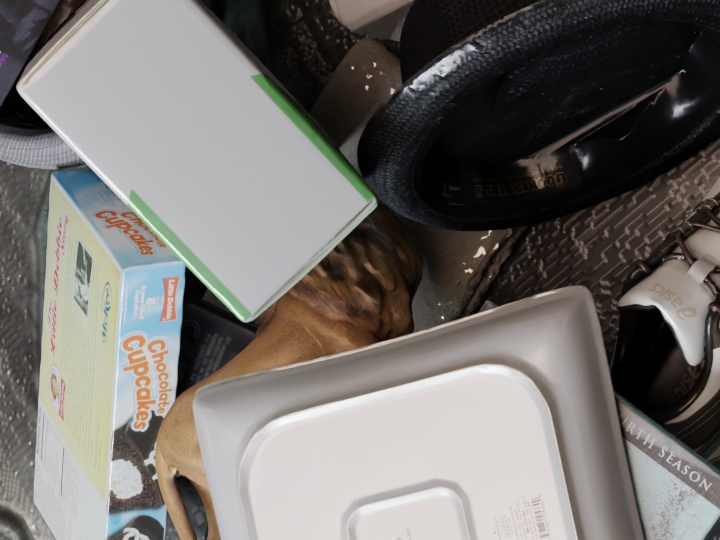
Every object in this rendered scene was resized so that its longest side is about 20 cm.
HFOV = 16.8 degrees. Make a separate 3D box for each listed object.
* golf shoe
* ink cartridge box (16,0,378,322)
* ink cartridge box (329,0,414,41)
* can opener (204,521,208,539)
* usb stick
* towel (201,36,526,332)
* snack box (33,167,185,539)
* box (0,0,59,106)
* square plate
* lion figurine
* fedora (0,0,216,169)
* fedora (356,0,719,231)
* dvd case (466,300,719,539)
[{"bbox_3d":[0.169,-0.001,1.092,0.077,0.094,0.201,28,103,30],"label":"golf shoe"},{"bbox_3d":[-0.077,-0.068,1.118,0.084,0.200,0.146,-44,100,2],"label":"ink cartridge box"},{"bbox_3d":[0.068,-0.216,1.163,0.199,0.084,0.147,-24,77,30],"label":"ink cartridge box"},{"bbox_3d":[-0.070,0.179,1.266,0.063,0.078,0.202,-143,58,-75],"label":"can opener"},{"bbox_3d":[-0.020,0.071,1.207,0.199,0.033,0.056,24,93,29],"label":"usb stick"},{"bbox_3d":[0.000,0.000,1.235,0.132,0.034,0.201,41,110,24],"label":"towel"},{"bbox_3d":[-0.131,0.061,1.253,0.116,0.037,0.201,-133,43,-53],"label":"snack box"},{"bbox_3d":[-0.191,-0.089,1.180,0.036,0.143,0.201,30,108,-12],"label":"box"},{"bbox_3d":[0.027,0.125,1.065,0.197,0.028,0.202,-16,78,19],"label":"square plate"},{"bbox_3d":[-0.039,0.058,1.152,0.200,0.073,0.123,-39,71,-8],"label":"lion figurine"},{"bbox_3d":[-0.134,-0.146,1.286,0.176,0.090,0.201,23,95,29],"label":"fedora"},{"bbox_3d":[0.086,-0.103,1.106,0.200,0.200,0.092,-34,58,27],"label":"fedora"},{"bbox_3d":[0.056,0.136,1.078,0.146,0.022,0.201,37,96,21],"label":"dvd case"}]
